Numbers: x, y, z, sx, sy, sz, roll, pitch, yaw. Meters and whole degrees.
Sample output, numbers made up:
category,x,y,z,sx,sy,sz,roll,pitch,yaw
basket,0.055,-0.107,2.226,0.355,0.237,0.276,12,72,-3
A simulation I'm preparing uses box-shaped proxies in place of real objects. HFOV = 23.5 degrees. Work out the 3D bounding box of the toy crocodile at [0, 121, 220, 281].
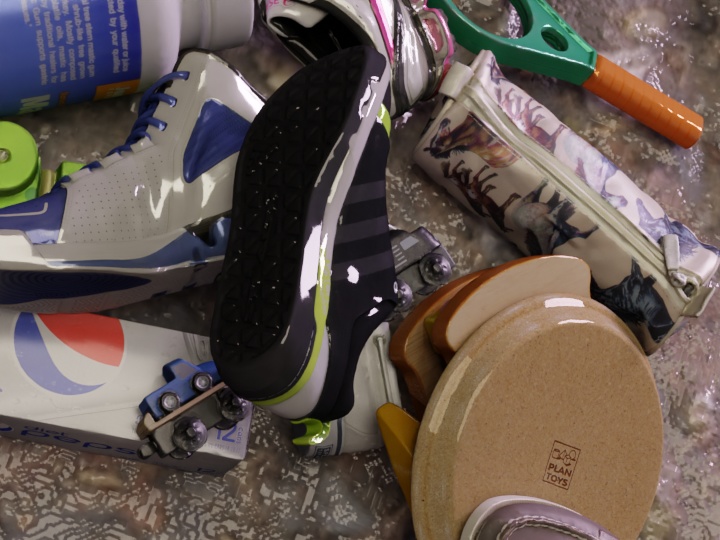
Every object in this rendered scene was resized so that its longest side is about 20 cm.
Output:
category,x,y,z,sx,sy,sz,roll,pitch,yaw
toy crocodile,-0.157,-0.036,0.933,0.200,0.068,0.062,8,74,-13

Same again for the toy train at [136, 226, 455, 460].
category,x,y,z,sx,sy,sz,roll,pitch,yaw
toy train,-0.037,0.034,0.895,0.200,0.034,0.046,-33,87,-22

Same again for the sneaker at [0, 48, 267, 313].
category,x,y,z,sx,sy,sz,roll,pitch,yaw
sneaker,-0.105,-0.048,0.882,0.199,0.081,0.115,-9,75,-24

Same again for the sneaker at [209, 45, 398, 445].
category,x,y,z,sx,sy,sz,roll,pitch,yaw
sneaker,-0.018,-0.012,0.839,0.083,0.072,0.200,39,57,-41

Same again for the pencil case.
category,x,y,z,sx,sy,sz,roll,pitch,yaw
pencil case,0.118,-0.040,0.996,0.200,0.089,0.078,40,70,-1

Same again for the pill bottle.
category,x,y,z,sx,sy,sz,roll,pitch,yaw
pill bottle,-0.164,-0.145,0.936,0.200,0.112,0.112,-12,79,-17

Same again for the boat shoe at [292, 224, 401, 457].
category,x,y,z,sx,sy,sz,roll,pitch,yaw
boat shoe,0.001,0.000,0.963,0.086,0.075,0.202,-3,80,-15

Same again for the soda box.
category,x,y,z,sx,sy,sz,roll,pitch,yaw
soda box,-0.157,0.057,0.910,0.200,0.068,0.064,12,73,-11

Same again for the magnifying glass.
category,x,y,z,sx,sy,sz,roll,pitch,yaw
magnifying glass,0.122,-0.133,1.044,0.200,0.022,0.080,31,42,-13

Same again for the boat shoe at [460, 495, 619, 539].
category,x,y,z,sx,sy,sz,roll,pitch,yaw
boat shoe,0.135,0.181,0.919,0.200,0.059,0.072,38,76,-30

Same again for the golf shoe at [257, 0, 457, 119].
category,x,y,z,sx,sy,sz,roll,pitch,yaw
golf shoe,-0.027,-0.175,0.986,0.200,0.073,0.092,54,42,4

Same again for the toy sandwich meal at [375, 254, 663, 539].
category,x,y,z,sx,sy,sz,roll,pitch,yaw
toy sandwich meal,0.086,0.095,0.955,0.205,0.070,0.206,-7,102,-37
